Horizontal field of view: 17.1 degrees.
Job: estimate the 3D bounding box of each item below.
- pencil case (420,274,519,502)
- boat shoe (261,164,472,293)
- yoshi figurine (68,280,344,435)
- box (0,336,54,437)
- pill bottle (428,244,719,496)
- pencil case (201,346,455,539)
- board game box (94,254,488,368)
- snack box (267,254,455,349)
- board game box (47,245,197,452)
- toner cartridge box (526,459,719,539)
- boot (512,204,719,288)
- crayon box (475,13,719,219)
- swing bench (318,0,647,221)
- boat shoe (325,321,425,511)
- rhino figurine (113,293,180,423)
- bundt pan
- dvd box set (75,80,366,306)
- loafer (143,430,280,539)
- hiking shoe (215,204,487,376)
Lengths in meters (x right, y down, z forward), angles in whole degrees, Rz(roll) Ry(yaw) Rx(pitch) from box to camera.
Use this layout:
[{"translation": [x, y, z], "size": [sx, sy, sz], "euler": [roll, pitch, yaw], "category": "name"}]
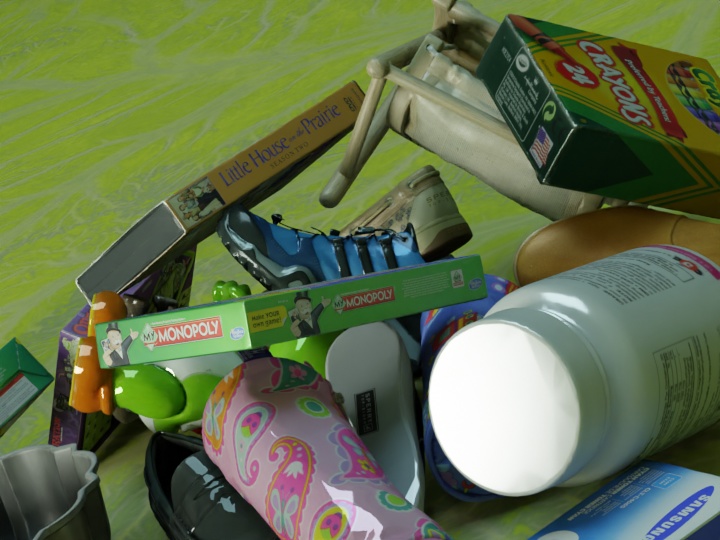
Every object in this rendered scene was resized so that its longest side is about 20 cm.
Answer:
[{"translation": [0.077, 0.071, 1.475], "size": [0.078, 0.087, 0.200], "euler": [-31, 17, 12], "category": "pencil case"}, {"translation": [-0.004, -0.013, 1.788], "size": [0.199, 0.063, 0.073], "euler": [-27, -7, 33], "category": "boat shoe"}, {"translation": [-0.083, 0.059, 1.554], "size": [0.198, 0.113, 0.112], "euler": [12, -10, -2], "category": "yoshi figurine"}, {"translation": [-0.309, 0.141, 1.699], "size": [0.200, 0.048, 0.117], "euler": [-42, 3, 37], "category": "box"}, {"translation": [0.129, 0.055, 1.328], "size": [0.113, 0.114, 0.199], "euler": [-9, 4, 35], "category": "pill bottle"}, {"translation": [-0.016, 0.125, 1.329], "size": [0.087, 0.088, 0.200], "euler": [-26, 40, -13], "category": "pencil case"}, {"translation": [-0.039, 0.024, 1.422], "size": [0.134, 0.029, 0.199], "euler": [-11, 0, 44], "category": "board game box"}, {"translation": [-0.008, 0.055, 1.697], "size": [0.199, 0.037, 0.116], "euler": [-24, 16, -3], "category": "snack box"}, {"translation": [-0.175, 0.053, 1.781], "size": [0.032, 0.121, 0.200], "euler": [21, 31, 10], "category": "board game box"}, {"translation": [0.107, 0.169, 1.224], "size": [0.199, 0.043, 0.095], "euler": [-31, 21, -26], "category": "toner cartridge box"}, {"translation": [0.199, 0.002, 1.477], "size": [0.199, 0.071, 0.144], "euler": [0, 8, -2], "category": "boot"}, {"translation": [0.187, -0.096, 1.564], "size": [0.199, 0.051, 0.127], "euler": [9, 35, -30], "category": "crayon box"}, {"translation": [0.107, -0.090, 1.669], "size": [0.198, 0.130, 0.200], "euler": [28, 34, 8], "category": "swing bench"}, {"translation": [0.010, 0.122, 1.431], "size": [0.069, 0.066, 0.201], "euler": [-17, 43, 11], "category": "boat shoe"}, {"translation": [-0.153, 0.065, 1.699], "size": [0.059, 0.088, 0.200], "euler": [15, 3, 14], "category": "rhino figurine"}, {"translation": [-0.243, 0.192, 1.522], "size": [0.201, 0.076, 0.202], "euler": [-21, 18, 7], "category": "bundt pan"}, {"translation": [-0.095, -0.053, 1.682], "size": [0.200, 0.029, 0.146], "euler": [-35, -1, -38], "category": "dvd box set"}, {"translation": [-0.091, 0.147, 1.479], "size": [0.068, 0.071, 0.200], "euler": [-30, 19, -15], "category": "loafer"}, {"translation": [0.000, 0.000, 1.603], "size": [0.087, 0.199, 0.074], "euler": [-61, 2, -3], "category": "hiking shoe"}]
